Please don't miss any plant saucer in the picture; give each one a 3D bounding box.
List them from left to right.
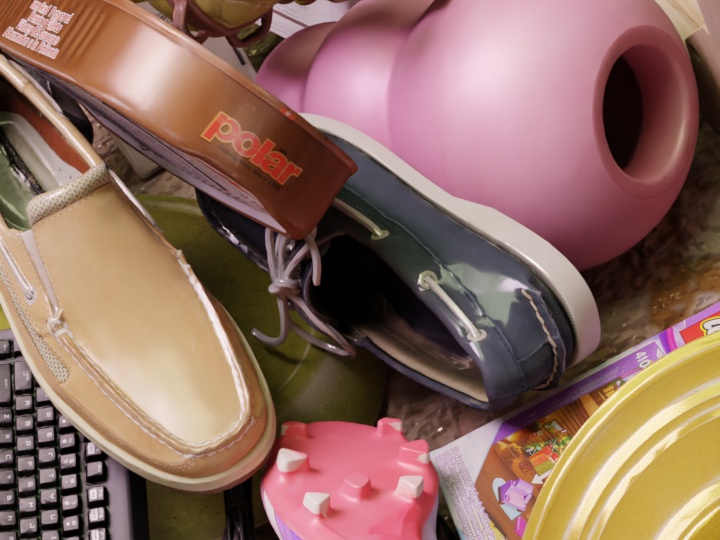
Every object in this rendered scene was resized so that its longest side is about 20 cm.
[{"bbox_3d":[-0.089,0.029,1.174,0.198,0.031,0.201,1,40,-1],"label":"plant saucer"}]

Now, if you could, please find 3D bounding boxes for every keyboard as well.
[{"bbox_3d":[-0.090,0.108,1.075,0.126,0.021,0.201,-7,64,2],"label":"keyboard"}]

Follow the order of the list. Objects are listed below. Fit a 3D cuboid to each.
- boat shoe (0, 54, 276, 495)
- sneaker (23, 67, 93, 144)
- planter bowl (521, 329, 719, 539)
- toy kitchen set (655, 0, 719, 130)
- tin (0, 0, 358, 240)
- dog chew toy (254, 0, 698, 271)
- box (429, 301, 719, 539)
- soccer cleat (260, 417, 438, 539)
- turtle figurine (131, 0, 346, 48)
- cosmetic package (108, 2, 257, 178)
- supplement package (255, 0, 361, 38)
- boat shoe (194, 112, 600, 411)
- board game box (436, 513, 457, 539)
[{"bbox_3d":[-0.101,-0.005,1.081,0.071,0.076,0.200,-33,61,-20],"label":"boat shoe"},{"bbox_3d":[-0.149,-0.066,1.220,0.090,0.067,0.201,-1,43,9],"label":"sneaker"},{"bbox_3d":[0.135,0.109,0.893,0.199,0.083,0.202,-1,83,13],"label":"planter bowl"},{"bbox_3d":[0.171,-0.169,1.160,0.163,0.181,0.200,-33,44,-4],"label":"toy kitchen set"},{"bbox_3d":[-0.073,-0.063,1.098,0.042,0.112,0.200,-59,28,-1],"label":"tin"},{"bbox_3d":[0.035,-0.061,1.187,0.199,0.125,0.125,1,49,43],"label":"dog chew toy"},{"bbox_3d":[0.114,0.107,1.023,0.136,0.039,0.200,-28,40,5],"label":"box"},{"bbox_3d":[0.006,0.115,1.036,0.066,0.077,0.200,-2,22,-15],"label":"soccer cleat"},{"bbox_3d":[-0.056,-0.119,1.146,0.161,0.199,0.065,1,82,44],"label":"turtle figurine"},{"bbox_3d":[-0.125,-0.142,1.375,0.073,0.104,0.200,-34,39,-3],"label":"cosmetic package"},{"bbox_3d":[-0.006,-0.207,1.274,0.109,0.201,0.114,-29,37,-28],"label":"supplement package"},{"bbox_3d":[0.000,0.000,1.125,0.062,0.075,0.199,-34,47,-31],"label":"boat shoe"},{"bbox_3d":[-0.020,0.177,1.048,0.104,0.024,0.201,-13,43,17],"label":"board game box"}]
